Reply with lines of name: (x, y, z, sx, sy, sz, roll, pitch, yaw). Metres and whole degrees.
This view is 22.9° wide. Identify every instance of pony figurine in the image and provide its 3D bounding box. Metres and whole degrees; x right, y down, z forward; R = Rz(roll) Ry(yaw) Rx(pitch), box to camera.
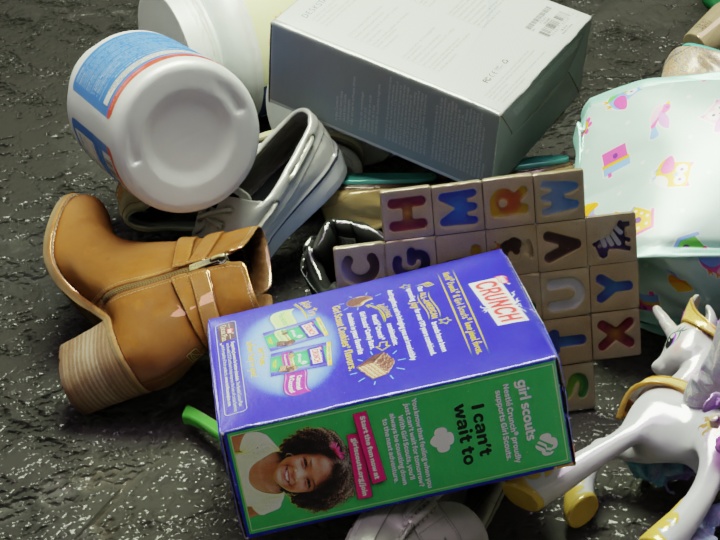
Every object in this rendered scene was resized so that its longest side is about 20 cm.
pony figurine: (0.211, 0.098, 1.058, 0.192, 0.167, 0.200, 17, 53, 42)

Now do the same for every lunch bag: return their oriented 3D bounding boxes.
lunch bag: (0.243, -0.048, 1.239, 0.198, 0.122, 0.172, 0, 58, 15)

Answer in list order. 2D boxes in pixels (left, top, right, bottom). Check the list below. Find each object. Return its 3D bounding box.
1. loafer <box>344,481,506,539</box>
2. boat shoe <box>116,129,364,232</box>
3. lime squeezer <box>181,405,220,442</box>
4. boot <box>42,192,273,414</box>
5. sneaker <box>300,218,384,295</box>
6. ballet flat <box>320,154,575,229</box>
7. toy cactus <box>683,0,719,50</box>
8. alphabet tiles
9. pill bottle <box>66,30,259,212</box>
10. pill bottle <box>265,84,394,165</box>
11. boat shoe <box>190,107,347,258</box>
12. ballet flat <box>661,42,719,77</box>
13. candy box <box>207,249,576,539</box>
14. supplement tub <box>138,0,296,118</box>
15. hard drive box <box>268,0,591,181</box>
loafer: (0.040, 0.157, 1.037, 0.069, 0.070, 0.200, -1, 31, 24)
boat shoe: (-0.094, -0.062, 1.405, 0.198, 0.075, 0.069, -6, 41, 5)
lime squeezer: (-0.032, 0.115, 1.139, 0.198, 0.038, 0.071, -3, 19, 20)
boot: (-0.141, -0.004, 1.248, 0.154, 0.077, 0.201, -26, 40, 13)
sneaker: (0.001, 0.000, 1.249, 0.076, 0.112, 0.201, -2, 32, 4)
ballet flat: (0.068, -0.050, 1.366, 0.198, 0.064, 0.069, -5, 9, 9)
toy cactus: (0.365, -0.248, 1.627, 0.164, 0.103, 0.200, -34, 50, -24)
alphabet tiles: (0.085, 0.021, 1.157, 0.198, 0.168, 0.006, -7, 20, -4)
pill bottle: (-0.156, -0.119, 1.323, 0.111, 0.113, 0.200, -16, 22, -18)
pill bottle: (0.025, -0.154, 1.487, 0.199, 0.112, 0.110, -23, 36, -28)
boat shoe: (-0.090, -0.038, 1.314, 0.200, 0.066, 0.072, -45, 40, -16)
ballet flat: (0.340, -0.139, 1.485, 0.199, 0.068, 0.067, 13, 55, 35)
candy box: (0.014, 0.070, 1.073, 0.198, 0.078, 0.169, -14, 23, -1)
supplement tub: (-0.081, -0.213, 1.563, 0.198, 0.146, 0.145, -20, 35, -23)
hard drive box: (0.053, -0.162, 1.355, 0.199, 0.077, 0.156, 25, 45, 21)
